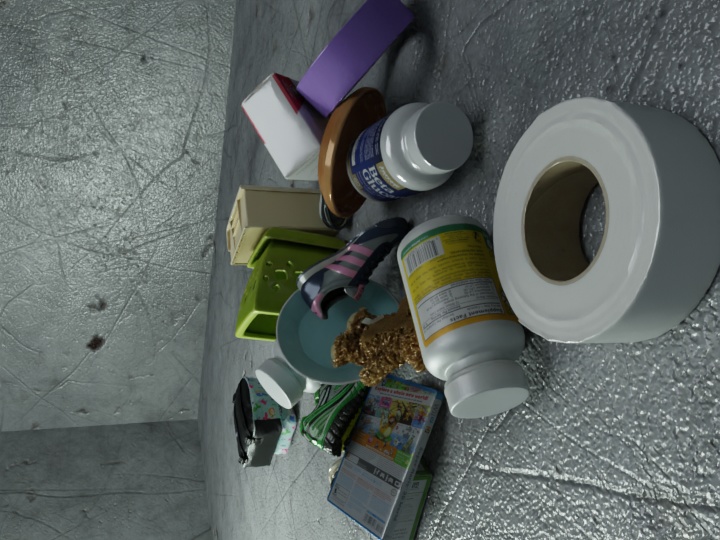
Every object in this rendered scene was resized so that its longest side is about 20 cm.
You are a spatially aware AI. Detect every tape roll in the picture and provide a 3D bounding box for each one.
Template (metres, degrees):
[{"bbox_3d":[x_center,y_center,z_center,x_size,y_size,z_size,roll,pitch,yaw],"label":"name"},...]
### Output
[{"bbox_3d":[-0.009,-0.328,0.901,0.200,0.066,0.200,-46,11,11],"label":"tape roll"},{"bbox_3d":[0.196,-0.039,0.504,0.202,0.070,0.205,-179,90,-68],"label":"tape roll"}]

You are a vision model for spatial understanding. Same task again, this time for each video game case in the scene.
[{"bbox_3d":[0.031,0.249,0.828,0.143,0.018,0.202,4,69,57],"label":"video game case"}]

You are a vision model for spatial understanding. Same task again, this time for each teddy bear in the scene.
[{"bbox_3d":[0.042,0.097,0.824,0.198,0.067,0.146,-18,29,28],"label":"teddy bear"}]

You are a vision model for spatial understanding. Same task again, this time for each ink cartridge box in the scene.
[{"bbox_3d":[0.040,0.347,0.886,0.104,0.059,0.202,-127,44,-58],"label":"ink cartridge box"},{"bbox_3d":[-0.083,-0.231,0.991,0.085,0.200,0.148,-37,82,25],"label":"ink cartridge box"}]

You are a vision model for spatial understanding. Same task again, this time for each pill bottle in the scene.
[{"bbox_3d":[0.063,-0.157,0.793,0.200,0.110,0.113,177,94,-69],"label":"pill bottle"},{"bbox_3d":[-0.073,0.127,0.980,0.112,0.200,0.113,34,150,23],"label":"pill bottle"},{"bbox_3d":[0.113,0.050,0.650,0.113,0.112,0.202,120,145,-50],"label":"pill bottle"}]

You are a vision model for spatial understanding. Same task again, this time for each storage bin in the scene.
[{"bbox_3d":[-0.170,-0.086,1.267,0.199,0.198,0.095,132,133,-58],"label":"storage bin"}]

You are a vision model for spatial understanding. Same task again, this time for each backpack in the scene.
[{"bbox_3d":[-0.250,0.367,1.501,0.201,0.149,0.179,57,138,44],"label":"backpack"}]

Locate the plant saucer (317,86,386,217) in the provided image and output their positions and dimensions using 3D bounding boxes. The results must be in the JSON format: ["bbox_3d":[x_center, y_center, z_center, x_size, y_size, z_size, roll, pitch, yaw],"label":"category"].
[{"bbox_3d":[-0.014,-0.183,0.924,0.201,0.037,0.202,-55,-25,-40],"label":"plant saucer"}]

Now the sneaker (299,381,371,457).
[{"bbox_3d":[-0.024,0.184,0.926,0.084,0.200,0.079,17,136,25],"label":"sneaker"}]

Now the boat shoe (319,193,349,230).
[{"bbox_3d":[-0.043,-0.177,1.127,0.060,0.075,0.202,-136,40,-63],"label":"boat shoe"}]

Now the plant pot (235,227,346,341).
[{"bbox_3d":[-0.128,0.031,1.166,0.199,0.198,0.184,137,138,-60],"label":"plant pot"}]

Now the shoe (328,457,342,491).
[{"bbox_3d":[-0.026,0.371,1.061,0.200,0.053,0.071,148,121,-65],"label":"shoe"}]

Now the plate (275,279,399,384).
[{"bbox_3d":[-0.031,0.091,0.919,0.026,0.198,0.202,88,169,-51],"label":"plate"}]

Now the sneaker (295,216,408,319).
[{"bbox_3d":[0.000,0.000,0.908,0.199,0.070,0.082,-35,62,10],"label":"sneaker"}]
